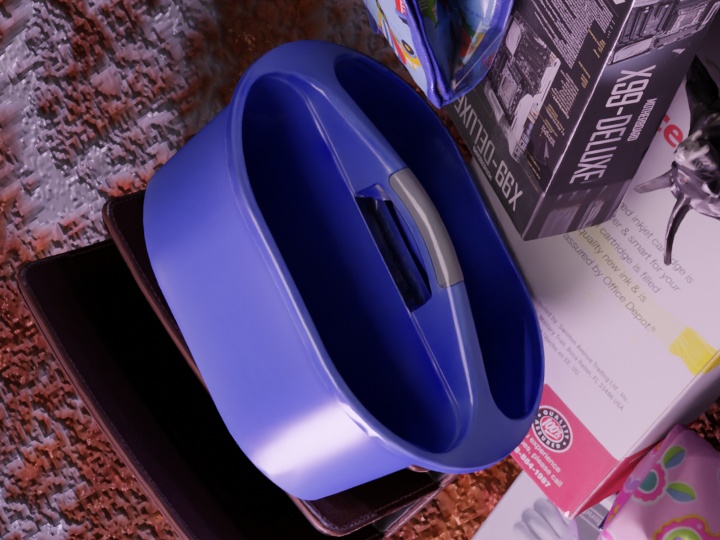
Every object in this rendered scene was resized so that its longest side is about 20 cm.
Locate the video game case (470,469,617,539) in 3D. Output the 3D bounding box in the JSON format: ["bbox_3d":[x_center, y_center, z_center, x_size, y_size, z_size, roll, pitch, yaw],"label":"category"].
[{"bbox_3d":[0.108,0.212,1.362,0.200,0.023,0.182,39,96,21],"label":"video game case"}]

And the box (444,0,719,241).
[{"bbox_3d":[0.064,-0.138,1.208,0.201,0.050,0.158,60,150,28],"label":"box"}]

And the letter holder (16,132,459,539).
[{"bbox_3d":[-0.052,0.041,1.403,0.101,0.142,0.200,-44,75,35],"label":"letter holder"}]

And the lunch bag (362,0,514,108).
[{"bbox_3d":[0.012,-0.175,1.163,0.151,0.094,0.201,56,160,38],"label":"lunch bag"}]

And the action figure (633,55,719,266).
[{"bbox_3d":[0.182,-0.071,1.144,0.199,0.102,0.119,-30,60,23],"label":"action figure"}]

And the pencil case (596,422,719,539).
[{"bbox_3d":[0.191,0.155,1.283,0.200,0.087,0.088,36,121,14],"label":"pencil case"}]

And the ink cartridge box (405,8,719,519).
[{"bbox_3d":[0.121,-0.012,1.301,0.145,0.083,0.200,50,125,16],"label":"ink cartridge box"}]

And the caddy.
[{"bbox_3d":[0.000,0.000,1.253,0.105,0.141,0.201,-32,82,42],"label":"caddy"}]
